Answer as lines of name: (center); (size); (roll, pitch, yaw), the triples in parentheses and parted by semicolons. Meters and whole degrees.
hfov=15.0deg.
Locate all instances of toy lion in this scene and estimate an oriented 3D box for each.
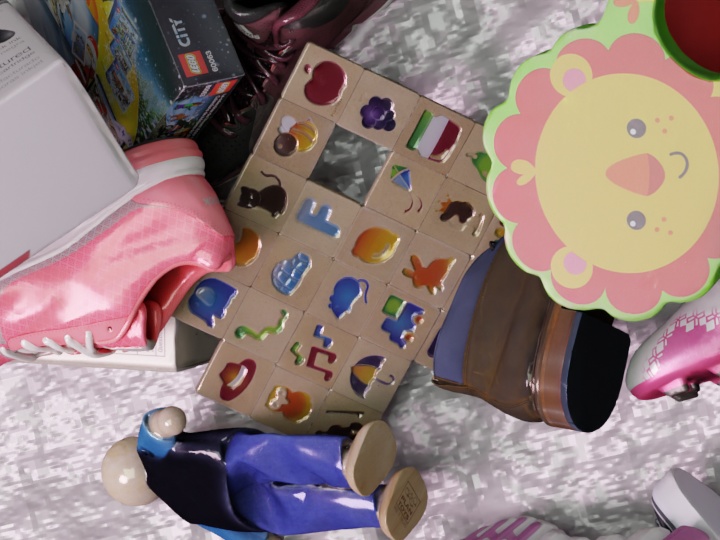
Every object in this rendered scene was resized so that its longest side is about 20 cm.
toy lion: (0.155, -0.073, 1.312); (0.191, 0.069, 0.201); (10, 104, 17)

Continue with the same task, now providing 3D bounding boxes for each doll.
doll: (-0.062, 0.117, 1.487); (0.199, 0.049, 0.137); (0, 138, 36)

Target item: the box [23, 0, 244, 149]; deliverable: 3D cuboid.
box: (-0.136, -0.157, 1.455); (0.137, 0.038, 0.201); (-45, 64, 56)

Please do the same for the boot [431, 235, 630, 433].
boot: (0.099, -0.018, 1.419); (0.097, 0.075, 0.201); (5, 71, 37)

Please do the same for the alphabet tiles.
alphabet tiles: (0.000, 0.000, 1.456); (0.167, 0.008, 0.200); (25, 104, -16)

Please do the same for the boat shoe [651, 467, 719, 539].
boat shoe: (0.206, 0.197, 1.418); (0.068, 0.072, 0.200); (-39, 90, 17)

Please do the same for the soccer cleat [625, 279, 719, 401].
soccer cleat: (0.217, -0.004, 1.397); (0.199, 0.070, 0.087); (-28, 78, 14)

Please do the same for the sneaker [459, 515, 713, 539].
sneaker: (0.109, 0.183, 1.419); (0.200, 0.080, 0.089); (-1, 117, 47)

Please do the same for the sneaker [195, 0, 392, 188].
sneaker: (-0.064, -0.121, 1.451); (0.076, 0.115, 0.200); (44, 107, 10)

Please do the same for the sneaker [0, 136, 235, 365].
sneaker: (-0.150, 0.017, 1.427); (0.200, 0.074, 0.087); (-38, 74, 16)

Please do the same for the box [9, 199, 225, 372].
box: (-0.180, 0.003, 1.522); (0.199, 0.078, 0.095); (4, 96, 19)

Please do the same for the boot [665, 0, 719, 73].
boot: (0.192, -0.168, 1.341); (0.072, 0.144, 0.201); (-1, 97, -19)

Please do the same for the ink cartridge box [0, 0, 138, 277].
ink cartridge box: (-0.220, -0.068, 1.414); (0.147, 0.200, 0.083); (-35, 120, -8)
